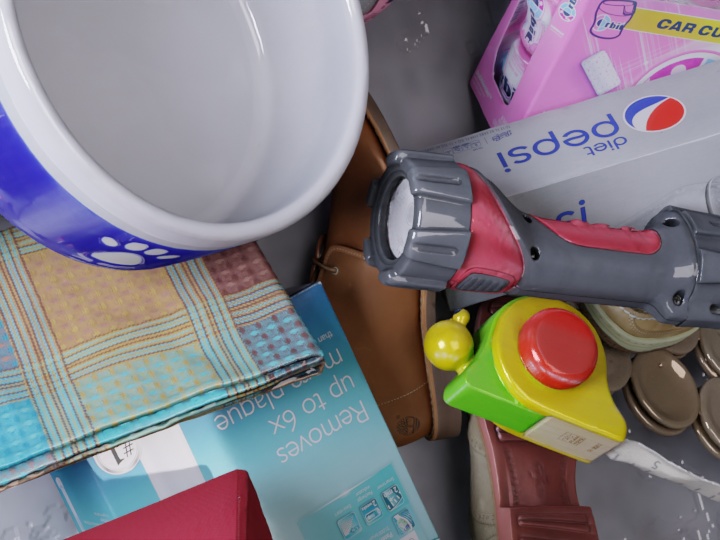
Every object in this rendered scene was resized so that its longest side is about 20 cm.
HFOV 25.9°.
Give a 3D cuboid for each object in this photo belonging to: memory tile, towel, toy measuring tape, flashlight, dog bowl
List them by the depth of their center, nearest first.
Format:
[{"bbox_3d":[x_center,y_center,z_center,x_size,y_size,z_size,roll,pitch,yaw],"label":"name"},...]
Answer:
[{"bbox_3d":[-0.094,-0.103,0.702,0.199,0.079,0.201,13,70,-39],"label":"dog bowl"},{"bbox_3d":[-0.134,0.025,0.722,0.199,0.022,0.147,-19,51,-18],"label":"towel"},{"bbox_3d":[0.102,-0.016,0.782,0.199,0.068,0.068,5,111,-24],"label":"flashlight"},{"bbox_3d":[0.124,0.062,0.811,0.199,0.074,0.074,22,75,-14],"label":"toy measuring tape"},{"bbox_3d":[0.194,0.038,0.915,0.199,0.017,0.154,26,49,-22],"label":"memory tile"}]

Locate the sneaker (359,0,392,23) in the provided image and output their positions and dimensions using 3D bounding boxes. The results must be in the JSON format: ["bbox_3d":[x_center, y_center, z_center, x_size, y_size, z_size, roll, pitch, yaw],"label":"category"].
[{"bbox_3d":[0.022,-0.169,0.790,0.070,0.199,0.083,-27,111,-67],"label":"sneaker"}]

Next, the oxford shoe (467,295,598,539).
[{"bbox_3d":[0.080,0.102,0.857,0.070,0.075,0.201,11,59,-21],"label":"oxford shoe"}]

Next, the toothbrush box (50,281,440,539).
[{"bbox_3d":[-0.052,0.128,0.776,0.146,0.085,0.201,-27,98,-25],"label":"toothbrush box"}]

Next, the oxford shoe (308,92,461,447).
[{"bbox_3d":[0.000,0.000,0.818,0.071,0.071,0.201,-13,98,-11],"label":"oxford shoe"}]

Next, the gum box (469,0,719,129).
[{"bbox_3d":[0.168,-0.120,0.887,0.199,0.114,0.066,4,43,-26],"label":"gum box"}]

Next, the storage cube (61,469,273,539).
[{"bbox_3d":[-0.097,0.204,0.625,0.199,0.180,0.172,-22,97,-1],"label":"storage cube"}]

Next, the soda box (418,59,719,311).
[{"bbox_3d":[0.128,-0.048,0.843,0.199,0.064,0.069,-16,129,-4],"label":"soda box"}]

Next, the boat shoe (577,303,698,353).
[{"bbox_3d":[0.200,-0.016,0.890,0.200,0.076,0.072,-28,80,-44],"label":"boat shoe"}]
